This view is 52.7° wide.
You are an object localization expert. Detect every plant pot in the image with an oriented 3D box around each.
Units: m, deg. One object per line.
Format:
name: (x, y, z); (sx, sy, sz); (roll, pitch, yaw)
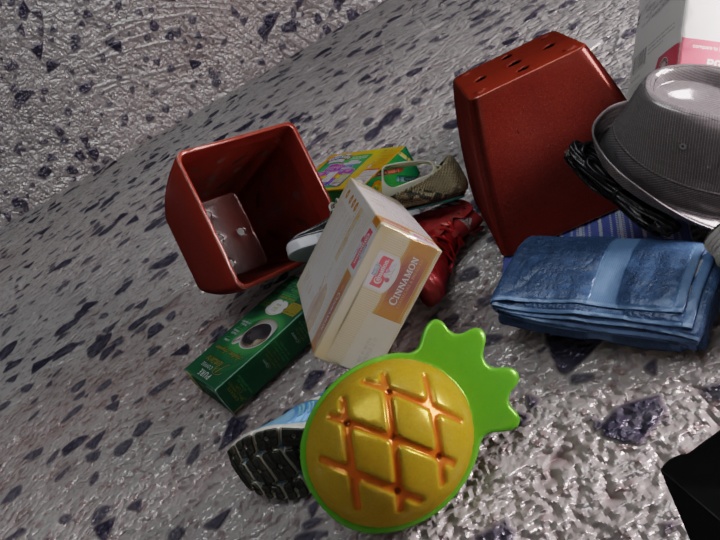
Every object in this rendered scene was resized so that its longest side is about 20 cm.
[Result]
plant pot: (0.211, -0.166, 0.857); (0.200, 0.176, 0.200); (-24, 22, 9)
plant pot: (-0.174, -0.073, 1.071); (0.200, 0.200, 0.176); (-25, -1, -37)

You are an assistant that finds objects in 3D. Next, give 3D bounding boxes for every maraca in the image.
maraca: (0.042, 0.130, 0.613); (0.200, 0.137, 0.107); (-37, -8, -10)

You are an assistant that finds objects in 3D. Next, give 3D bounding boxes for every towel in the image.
towel: (0.225, 0.012, 0.668); (0.200, 0.049, 0.112); (5, 51, 42)
towel: (0.244, -0.018, 0.772); (0.200, 0.024, 0.145); (-17, 28, 24)

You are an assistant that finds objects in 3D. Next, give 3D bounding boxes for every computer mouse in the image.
computer mouse: (0.308, -0.093, 0.733); (0.200, 0.053, 0.139); (-20, 54, -27)

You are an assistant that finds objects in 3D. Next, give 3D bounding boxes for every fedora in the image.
fedora: (0.320, -0.122, 0.663); (0.200, 0.090, 0.177); (27, 48, 13)

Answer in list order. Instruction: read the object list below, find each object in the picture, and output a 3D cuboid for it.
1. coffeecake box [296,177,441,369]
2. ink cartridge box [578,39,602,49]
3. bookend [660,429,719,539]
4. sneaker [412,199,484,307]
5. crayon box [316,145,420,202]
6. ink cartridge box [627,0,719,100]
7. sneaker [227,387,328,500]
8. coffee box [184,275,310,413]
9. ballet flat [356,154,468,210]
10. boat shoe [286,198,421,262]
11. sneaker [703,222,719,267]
coffeecake box: (0.000, 0.000, 0.804); (0.154, 0.073, 0.200); (-62, 17, 14)
ink cartridge box: (0.276, -0.269, 1.112); (0.200, 0.067, 0.116); (-39, 27, -13)
bookend: (0.176, 0.159, 0.328); (0.200, 0.199, 0.092); (-35, 28, -4)
sneaker: (0.100, -0.038, 0.891); (0.115, 0.078, 0.200); (-30, 27, 7)
crayon box: (-0.013, -0.145, 1.217); (0.200, 0.058, 0.119); (4, 43, 50)
ink cartridge box: (0.357, -0.273, 0.776); (0.085, 0.200, 0.146); (7, -2, 1)
sneaker: (-0.036, 0.160, 0.722); (0.200, 0.079, 0.090); (-22, 10, 10)
coffee box: (-0.125, 0.090, 0.945); (0.200, 0.044, 0.123); (-43, 26, -22)
ballet flat: (0.035, -0.094, 0.923); (0.200, 0.075, 0.068); (-23, 8, 3)
boat shoe: (-0.013, -0.068, 1.000); (0.199, 0.068, 0.074); (-19, -16, -11)
sneaker: (0.383, -0.013, 0.566); (0.200, 0.078, 0.090); (-15, 62, 13)
